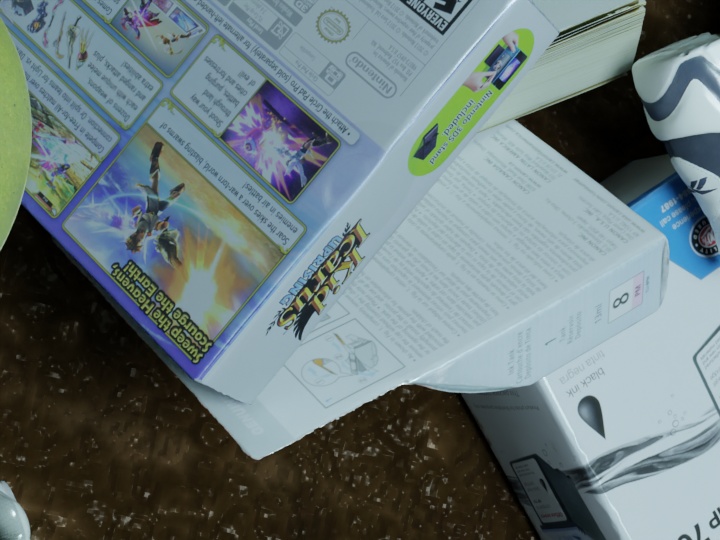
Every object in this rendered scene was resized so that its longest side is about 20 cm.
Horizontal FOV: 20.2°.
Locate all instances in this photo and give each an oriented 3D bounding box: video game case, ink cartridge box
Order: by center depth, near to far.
[{"bbox_3d":[-0.055,-0.081,0.771,0.181,0.200,0.045,-50,150,4],"label":"video game case"},{"bbox_3d":[0.000,0.000,0.833,0.200,0.163,0.057,-30,138,-21],"label":"ink cartridge box"},{"bbox_3d":[0.142,0.064,0.932,0.146,0.086,0.200,-34,99,-23],"label":"ink cartridge box"}]

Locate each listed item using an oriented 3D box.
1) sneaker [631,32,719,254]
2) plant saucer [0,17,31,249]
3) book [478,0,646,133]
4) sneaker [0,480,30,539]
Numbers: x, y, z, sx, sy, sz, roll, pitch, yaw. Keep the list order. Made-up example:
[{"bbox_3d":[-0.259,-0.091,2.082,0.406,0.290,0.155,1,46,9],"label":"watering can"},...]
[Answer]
[{"bbox_3d":[0.226,-0.063,0.890,0.199,0.079,0.130,-23,100,-23],"label":"sneaker"},{"bbox_3d":[-0.224,-0.054,0.754,0.200,0.031,0.200,1,73,-3],"label":"plant saucer"},{"bbox_3d":[0.003,-0.109,0.869,0.200,0.048,0.134,-24,56,-24],"label":"book"},{"bbox_3d":[-0.215,0.070,0.770,0.200,0.081,0.075,24,79,-20],"label":"sneaker"}]
